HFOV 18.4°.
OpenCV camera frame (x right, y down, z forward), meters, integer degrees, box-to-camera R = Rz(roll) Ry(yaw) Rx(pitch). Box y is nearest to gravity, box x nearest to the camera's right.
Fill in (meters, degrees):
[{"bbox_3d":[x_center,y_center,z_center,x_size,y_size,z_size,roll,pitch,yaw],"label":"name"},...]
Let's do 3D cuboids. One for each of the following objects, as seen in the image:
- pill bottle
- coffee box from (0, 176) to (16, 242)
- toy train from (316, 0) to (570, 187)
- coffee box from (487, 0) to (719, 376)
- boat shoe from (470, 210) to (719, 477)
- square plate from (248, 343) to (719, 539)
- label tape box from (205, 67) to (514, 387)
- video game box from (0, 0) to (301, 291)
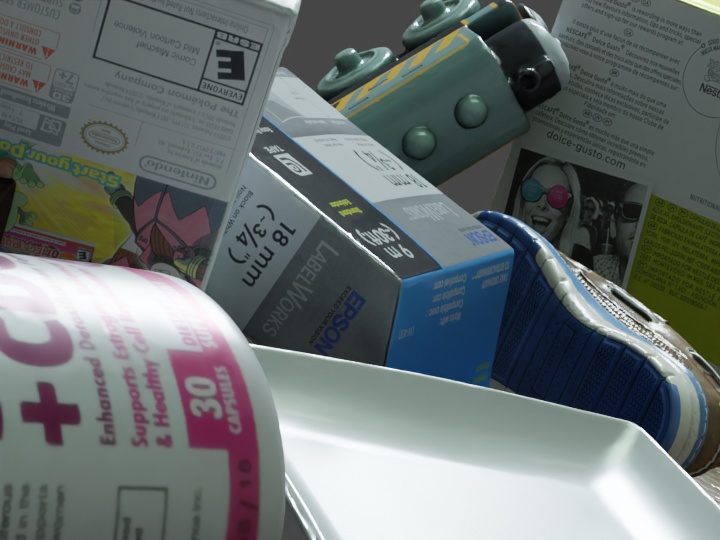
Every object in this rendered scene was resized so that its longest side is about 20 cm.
[{"bbox_3d":[-0.124,0.047,0.495,0.200,0.113,0.113,7,16,-44],"label":"pill bottle"},{"bbox_3d":[-0.222,-0.014,0.709,0.200,0.080,0.113,18,11,-4],"label":"coffee box"},{"bbox_3d":[0.016,-0.072,1.148,0.085,0.200,0.114,61,-2,-19],"label":"toy train"},{"bbox_3d":[0.214,-0.039,1.224,0.200,0.198,0.200,26,14,33],"label":"coffee box"},{"bbox_3d":[0.105,0.040,1.031,0.072,0.072,0.200,16,21,-37],"label":"boat shoe"},{"bbox_3d":[0.053,0.092,0.737,0.200,0.028,0.198,13,20,-28],"label":"square plate"},{"bbox_3d":[0.000,0.000,0.899,0.200,0.063,0.144,39,17,13],"label":"label tape box"},{"bbox_3d":[-0.137,-0.053,0.776,0.200,0.182,0.047,18,32,-5],"label":"video game box"}]
